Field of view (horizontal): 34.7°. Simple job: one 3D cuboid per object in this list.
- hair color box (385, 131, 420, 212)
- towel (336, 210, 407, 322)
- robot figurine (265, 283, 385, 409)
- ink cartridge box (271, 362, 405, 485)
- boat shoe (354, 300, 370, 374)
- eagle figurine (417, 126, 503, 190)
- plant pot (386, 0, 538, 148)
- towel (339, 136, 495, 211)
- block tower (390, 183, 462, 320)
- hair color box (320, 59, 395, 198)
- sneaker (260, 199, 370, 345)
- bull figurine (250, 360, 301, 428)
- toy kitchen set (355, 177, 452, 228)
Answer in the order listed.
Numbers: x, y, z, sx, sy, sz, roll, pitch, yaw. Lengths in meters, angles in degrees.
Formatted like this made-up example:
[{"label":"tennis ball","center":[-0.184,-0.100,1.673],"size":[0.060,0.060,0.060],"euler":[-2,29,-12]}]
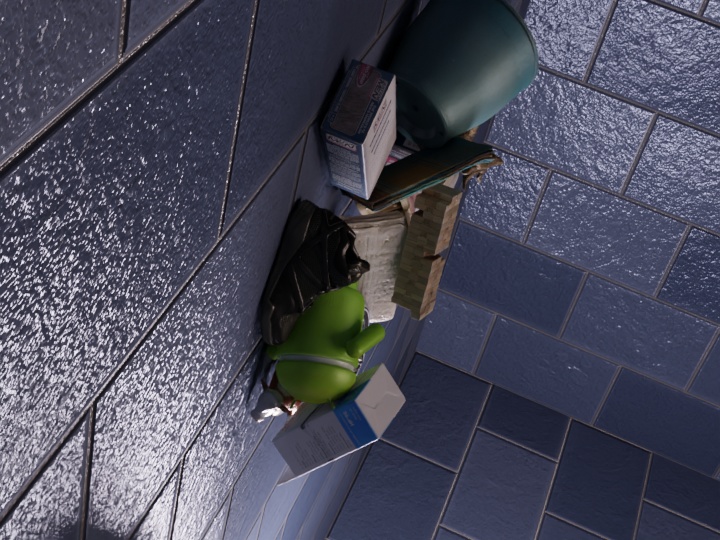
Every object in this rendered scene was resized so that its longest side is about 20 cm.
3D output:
[{"label":"hair color box","center":[0.080,-0.142,2.034],"size":[0.061,0.099,0.202],"euler":[-60,169,-48]},{"label":"towel","center":[0.000,0.000,1.760],"size":[0.035,0.131,0.202],"euler":[-121,-148,-49]},{"label":"robot figurine","center":[-0.056,0.090,1.584],"size":[0.115,0.174,0.203],"euler":[23,68,-48]},{"label":"ink cartridge box","center":[-0.045,0.219,1.635],"size":[0.199,0.067,0.116],"euler":[-29,-171,30]},{"label":"boat shoe","center":[-0.023,0.126,1.784],"size":[0.201,0.071,0.068],"euler":[111,-33,-42]},{"label":"eagle figurine","center":[0.151,-0.242,1.906],"size":[0.150,0.201,0.152],"euler":[-36,165,-16]},{"label":"plant pot","center":[0.129,-0.288,1.700],"size":[0.188,0.199,0.201],"euler":[-47,164,-22]},{"label":"towel","center":[0.080,-0.140,1.654],"size":[0.147,0.198,0.022],"euler":[35,-32,66]},{"label":"block tower","center":[0.098,-0.029,1.746],"size":[0.054,0.057,0.203],"euler":[-30,136,-56]},{"label":"hair color box","center":[0.000,-0.178,1.485],"size":[0.200,0.060,0.101],"euler":[84,29,-74]},{"label":"sneaker","center":[-0.059,0.021,1.488],"size":[0.202,0.113,0.076],"euler":[-68,170,17]},{"label":"bull figurine","center":[-0.105,0.168,1.736],"size":[0.122,0.064,0.201],"euler":[106,11,-50]},{"label":"toy kitchen set","center":[0.090,-0.065,1.807],"size":[0.200,0.161,0.183],"euler":[51,23,-80]}]
